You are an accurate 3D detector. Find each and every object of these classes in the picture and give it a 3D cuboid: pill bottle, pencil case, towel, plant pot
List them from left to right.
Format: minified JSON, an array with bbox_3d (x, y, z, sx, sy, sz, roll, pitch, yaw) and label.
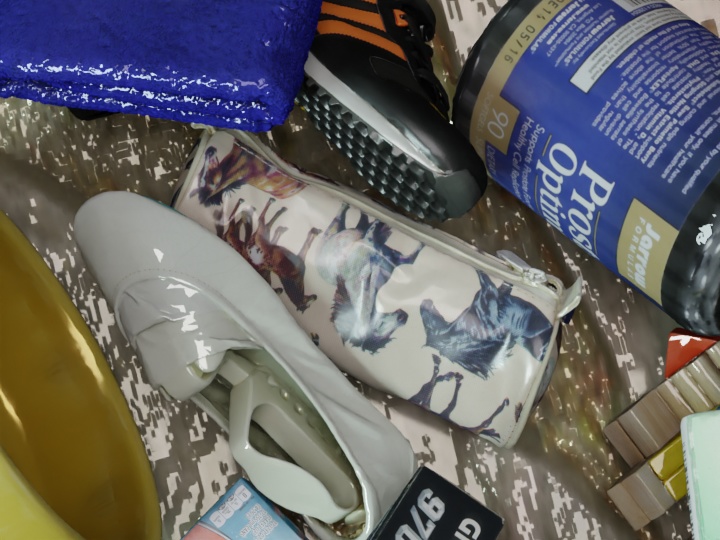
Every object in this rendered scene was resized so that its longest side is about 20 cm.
[{"bbox_3d":[-0.214,0.084,0.986,0.188,0.201,0.202,-29,85,10],"label":"plant pot"},{"bbox_3d":[-0.073,-0.151,1.011,0.146,0.050,0.201,7,60,16],"label":"towel"},{"bbox_3d":[0.000,0.000,1.053,0.199,0.078,0.090,26,109,1],"label":"pencil case"},{"bbox_3d":[0.145,-0.043,1.017,0.112,0.112,0.200,-46,62,-7],"label":"pill bottle"}]

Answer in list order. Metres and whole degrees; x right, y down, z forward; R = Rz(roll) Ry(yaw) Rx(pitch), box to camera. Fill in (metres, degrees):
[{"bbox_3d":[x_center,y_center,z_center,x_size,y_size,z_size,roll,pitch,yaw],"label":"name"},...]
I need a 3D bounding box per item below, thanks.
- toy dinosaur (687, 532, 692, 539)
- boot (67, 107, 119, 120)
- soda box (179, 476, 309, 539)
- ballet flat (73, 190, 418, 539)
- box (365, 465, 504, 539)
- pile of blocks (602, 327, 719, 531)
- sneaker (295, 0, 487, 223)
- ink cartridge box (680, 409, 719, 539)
[{"bbox_3d":[0.252,0.080,1.058,0.199,0.061,0.106,3,40,28],"label":"toy dinosaur"},{"bbox_3d":[-0.174,-0.113,1.065,0.199,0.077,0.139,-26,90,-5],"label":"boot"},{"bbox_3d":[-0.100,0.184,1.030,0.064,0.068,0.200,43,82,3],"label":"soda box"},{"bbox_3d":[-0.052,0.048,1.014,0.200,0.069,0.069,45,82,-15],"label":"ballet flat"},{"bbox_3d":[-0.026,0.194,0.946,0.046,0.159,0.200,33,46,2],"label":"box"},{"bbox_3d":[0.186,0.033,1.058,0.200,0.082,0.062,-38,87,-6],"label":"pile of blocks"},{"bbox_3d":[0.005,-0.104,1.032,0.090,0.070,0.200,-42,50,-7],"label":"sneaker"},{"bbox_3d":[0.243,0.132,0.982,0.198,0.050,0.162,-7,80,7],"label":"ink cartridge box"}]
